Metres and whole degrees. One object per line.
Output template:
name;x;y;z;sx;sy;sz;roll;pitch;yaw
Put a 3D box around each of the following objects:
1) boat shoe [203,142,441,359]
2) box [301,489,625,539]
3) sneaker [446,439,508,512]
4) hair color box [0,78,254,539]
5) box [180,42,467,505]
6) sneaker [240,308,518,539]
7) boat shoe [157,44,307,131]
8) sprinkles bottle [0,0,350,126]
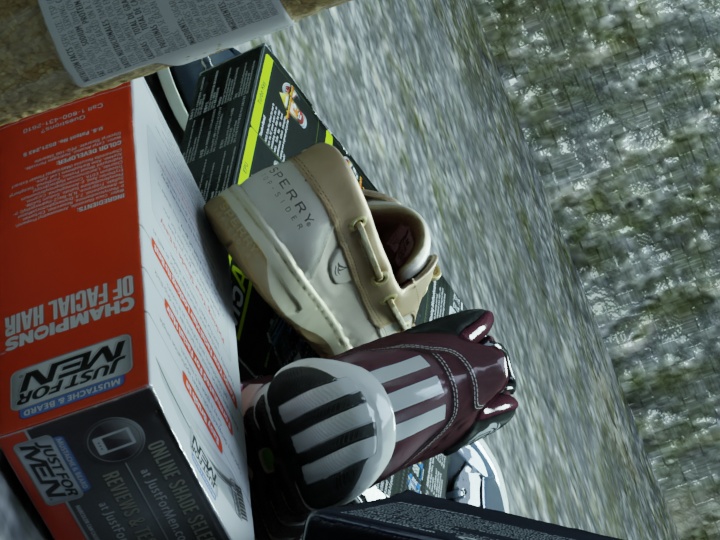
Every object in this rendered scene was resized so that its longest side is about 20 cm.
boat shoe;0.000;0.000;1.224;0.074;0.069;0.200;55;4;21
box;0.035;0.193;1.088;0.200;0.117;0.197;11;90;-80
sneaker;0.055;0.175;1.600;0.146;0.077;0.203;-85;155;-75
hair color box;-0.091;0.024;1.093;0.200;0.064;0.111;-100;169;-51
box;-0.022;0.026;1.342;0.193;0.047;0.200;49;30;-30
sneaker;0.003;0.064;1.177;0.200;0.115;0.076;-18;-89;66
boat shoe;-0.059;-0.078;1.493;0.075;0.062;0.200;-91;159;-58
sprinkles bottle;-0.078;-0.099;0.981;0.068;0.200;0.068;-19;90;-81
